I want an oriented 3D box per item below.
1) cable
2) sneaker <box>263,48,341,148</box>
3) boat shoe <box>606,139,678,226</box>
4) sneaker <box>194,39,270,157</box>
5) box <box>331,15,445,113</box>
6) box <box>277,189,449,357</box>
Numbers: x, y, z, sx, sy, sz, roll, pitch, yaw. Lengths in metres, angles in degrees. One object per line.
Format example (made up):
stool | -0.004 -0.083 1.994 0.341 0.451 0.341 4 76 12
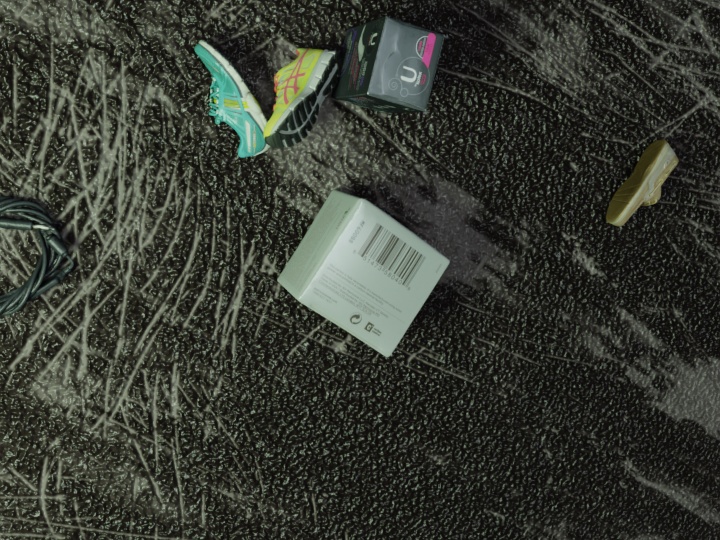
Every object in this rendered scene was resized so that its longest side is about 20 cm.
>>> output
cable | -0.560 -0.017 1.151 0.199 0.051 0.164 -33 109 -9
sneaker | -0.111 -0.285 1.223 0.090 0.078 0.201 23 66 17
boat shoe | 0.571 -0.164 1.493 0.069 0.074 0.201 36 87 -16
sneaker | -0.212 -0.275 1.207 0.079 0.078 0.201 -30 109 -1
box | 0.040 -0.327 1.212 0.105 0.200 0.123 11 98 -20
box | 0.000 0.000 1.280 0.198 0.171 0.201 33 90 -21
